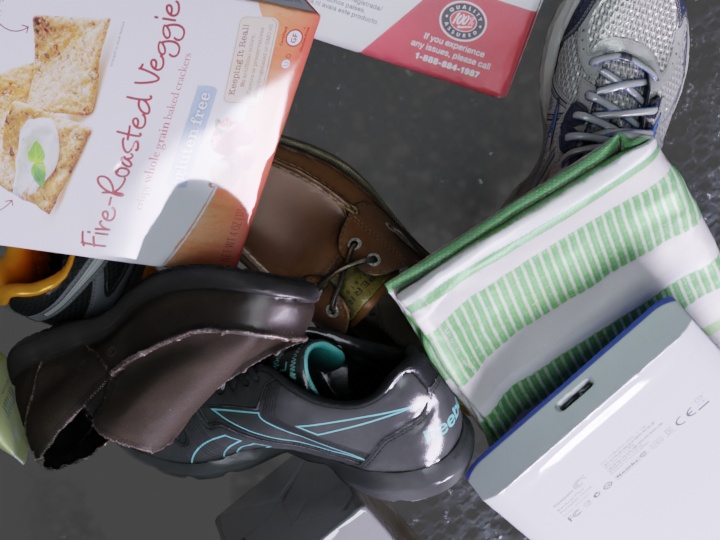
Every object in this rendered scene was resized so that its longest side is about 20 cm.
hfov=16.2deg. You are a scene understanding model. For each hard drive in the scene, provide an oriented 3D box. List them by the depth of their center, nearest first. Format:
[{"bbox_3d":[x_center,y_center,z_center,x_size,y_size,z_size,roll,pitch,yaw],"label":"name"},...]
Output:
[{"bbox_3d":[0.148,0.102,1.281,0.132,0.025,0.200,-41,142,5],"label":"hard drive"}]

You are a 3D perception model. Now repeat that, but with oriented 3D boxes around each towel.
[{"bbox_3d":[0.112,0.029,1.234,0.152,0.023,0.200,-34,135,1],"label":"towel"}]

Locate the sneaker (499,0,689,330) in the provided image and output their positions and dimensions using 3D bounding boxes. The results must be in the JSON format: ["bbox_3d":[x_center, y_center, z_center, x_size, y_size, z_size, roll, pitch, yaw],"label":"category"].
[{"bbox_3d":[0.122,-0.056,1.254,0.077,0.085,0.201,12,104,-12],"label":"sneaker"}]

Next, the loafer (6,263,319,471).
[{"bbox_3d":[-0.090,0.050,1.186,0.073,0.200,0.072,9,68,-39],"label":"loafer"}]

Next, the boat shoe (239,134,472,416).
[{"bbox_3d":[0.000,0.000,1.261,0.200,0.068,0.072,34,99,-16],"label":"boat shoe"}]

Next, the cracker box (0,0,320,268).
[{"bbox_3d":[-0.132,-0.079,1.118,0.199,0.058,0.134,8,114,-27],"label":"cracker box"}]

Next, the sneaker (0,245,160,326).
[{"bbox_3d":[-0.120,-0.059,1.208,0.077,0.078,0.201,2,109,-44],"label":"sneaker"}]

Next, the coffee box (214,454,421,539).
[{"bbox_3d":[0.022,0.193,1.300,0.080,0.114,0.200,-39,109,2],"label":"coffee box"}]

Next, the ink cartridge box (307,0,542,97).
[{"bbox_3d":[0.030,-0.203,1.196,0.144,0.084,0.200,17,105,-12],"label":"ink cartridge box"}]

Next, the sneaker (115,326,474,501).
[{"bbox_3d":[-0.042,0.056,1.235,0.199,0.076,0.079,4,138,22],"label":"sneaker"}]

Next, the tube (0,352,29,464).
[{"bbox_3d":[-0.233,0.014,1.234,0.200,0.052,0.058,42,58,-13],"label":"tube"}]
